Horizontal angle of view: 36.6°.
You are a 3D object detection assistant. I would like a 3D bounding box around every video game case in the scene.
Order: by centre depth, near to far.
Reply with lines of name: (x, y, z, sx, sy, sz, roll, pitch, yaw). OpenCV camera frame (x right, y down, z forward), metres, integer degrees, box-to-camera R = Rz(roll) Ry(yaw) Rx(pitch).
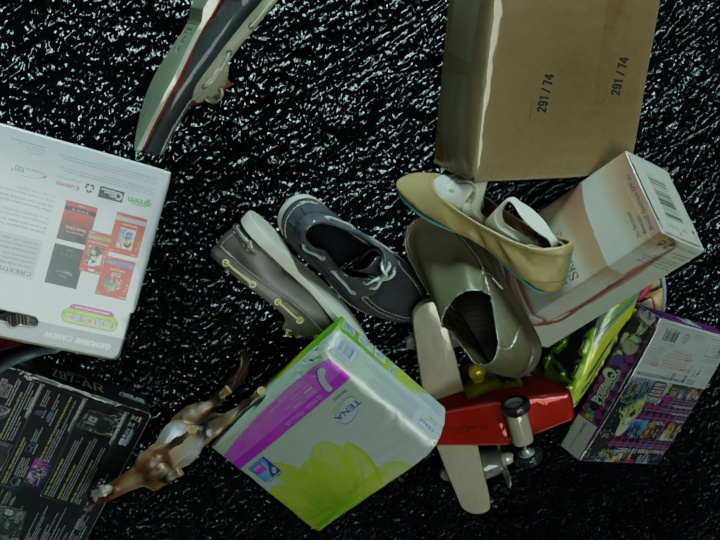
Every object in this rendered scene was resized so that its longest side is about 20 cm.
video game case: (0.331, 0.137, 1.245, 0.200, 0.036, 0.182, 13, 108, -49)

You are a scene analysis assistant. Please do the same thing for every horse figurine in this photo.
horse figurine: (-0.170, 0.161, 1.068, 0.050, 0.132, 0.200, 49, 45, -6)

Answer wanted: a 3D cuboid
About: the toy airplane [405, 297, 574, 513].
toy airplane: (0.104, 0.148, 1.169, 0.199, 0.141, 0.200, 33, 121, 0)

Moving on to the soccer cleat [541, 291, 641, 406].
soccer cleat: (0.259, 0.073, 1.185, 0.083, 0.065, 0.201, 12, 107, -31)

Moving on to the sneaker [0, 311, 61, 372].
sneaker: (-0.353, 0.053, 0.979, 0.199, 0.096, 0.080, -12, 115, -15)

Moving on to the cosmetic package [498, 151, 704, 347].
cosmetic package: (0.225, -0.017, 1.092, 0.087, 0.104, 0.200, 15, 137, -44)

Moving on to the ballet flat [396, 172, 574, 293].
ballet flat: (0.125, -0.056, 1.062, 0.069, 0.200, 0.063, -32, 150, -48)

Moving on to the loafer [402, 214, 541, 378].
loafer: (0.105, 0.018, 1.079, 0.076, 0.200, 0.067, -47, 156, 25)

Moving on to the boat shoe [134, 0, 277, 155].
boat shoe: (-0.139, -0.187, 0.975, 0.062, 0.071, 0.201, 26, 97, -29)

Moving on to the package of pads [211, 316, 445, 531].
package of pads: (-0.030, 0.161, 1.092, 0.154, 0.068, 0.200, 41, 123, -11)

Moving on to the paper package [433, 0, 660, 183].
paper package: (0.179, -0.195, 1.061, 0.190, 0.103, 0.201, -4, 112, -20)

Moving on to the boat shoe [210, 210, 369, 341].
boat shoe: (-0.065, 0.029, 1.087, 0.059, 0.072, 0.200, -40, 115, 7)

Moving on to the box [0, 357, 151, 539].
box: (-0.323, 0.191, 1.075, 0.160, 0.044, 0.201, 23, 102, -26)

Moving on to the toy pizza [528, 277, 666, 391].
toy pizza: (0.263, 0.052, 1.230, 0.199, 0.032, 0.201, -7, 113, -16)

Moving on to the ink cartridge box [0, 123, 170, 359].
ink cartridge box: (-0.290, -0.030, 0.952, 0.199, 0.084, 0.176, 15, 90, -24)

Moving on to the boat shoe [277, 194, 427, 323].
boat shoe: (0.000, 0.000, 1.099, 0.200, 0.063, 0.073, 39, 92, -29)
